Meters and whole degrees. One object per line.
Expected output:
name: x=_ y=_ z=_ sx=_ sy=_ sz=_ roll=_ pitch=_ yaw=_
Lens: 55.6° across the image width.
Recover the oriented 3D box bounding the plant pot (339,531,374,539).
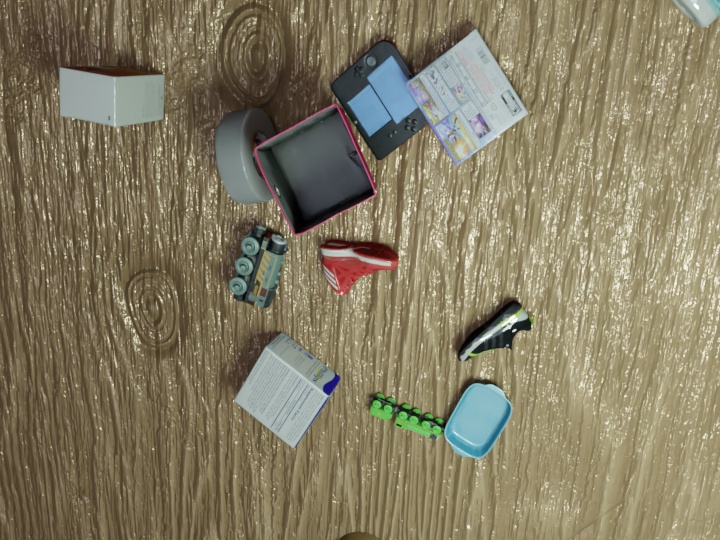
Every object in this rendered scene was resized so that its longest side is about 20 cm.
plant pot: x=-0.014 y=0.819 z=1.751 sx=0.181 sy=0.200 sz=0.192 roll=5 pitch=109 yaw=16

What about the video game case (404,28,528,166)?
video game case: x=0.216 y=-0.352 z=1.404 sx=0.179 sy=0.045 sz=0.203 roll=-34 pitch=93 yaw=10

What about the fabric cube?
fabric cube: x=-0.088 y=-0.215 z=1.449 sx=0.196 sy=0.200 sz=0.200 roll=-25 pitch=100 yaw=6

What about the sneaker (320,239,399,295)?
sneaker: x=0.000 y=0.000 z=1.588 sx=0.195 sy=0.078 sz=0.119 roll=12 pitch=118 yaw=27

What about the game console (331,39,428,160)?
game console: x=0.050 y=-0.369 z=1.478 sx=0.175 sy=0.031 sz=0.203 roll=-33 pitch=93 yaw=23

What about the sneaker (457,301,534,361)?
sneaker: x=0.303 y=0.156 z=1.526 sx=0.083 sy=0.072 sz=0.200 roll=46 pitch=113 yaw=-1

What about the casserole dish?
casserole dish: x=0.278 y=0.348 z=1.608 sx=0.119 sy=0.039 sz=0.204 roll=28 pitch=113 yaw=8

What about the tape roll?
tape roll: x=-0.245 y=-0.252 z=1.514 sx=0.064 sy=0.200 sz=0.206 roll=-4 pitch=105 yaw=18

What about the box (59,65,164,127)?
box: x=-0.568 y=-0.406 z=1.574 sx=0.148 sy=0.200 sz=0.109 roll=13 pitch=110 yaw=12

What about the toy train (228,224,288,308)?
toy train: x=-0.245 y=-0.007 z=1.655 sx=0.111 sy=0.086 sz=0.204 roll=20 pitch=109 yaw=-2

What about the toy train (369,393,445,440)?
toy train: x=0.113 y=0.361 z=1.665 sx=0.195 sy=0.042 sz=0.058 roll=21 pitch=121 yaw=11

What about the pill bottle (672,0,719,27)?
pill bottle: x=0.645 y=-0.540 z=1.192 sx=0.111 sy=0.111 sz=0.200 roll=44 pitch=113 yaw=1

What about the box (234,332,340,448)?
box: x=-0.181 y=0.297 z=1.705 sx=0.198 sy=0.105 sz=0.186 roll=36 pitch=113 yaw=5
